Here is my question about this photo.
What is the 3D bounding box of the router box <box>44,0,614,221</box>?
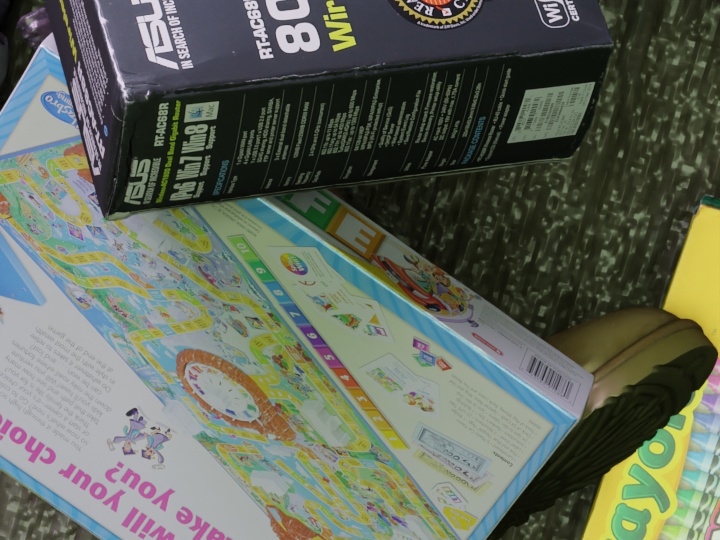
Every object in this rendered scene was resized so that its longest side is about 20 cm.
[{"bbox_3d":[-0.026,-0.119,0.915,0.149,0.062,0.200,-8,58,-17],"label":"router box"}]

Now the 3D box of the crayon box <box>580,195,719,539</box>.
[{"bbox_3d":[0.140,0.087,1.043,0.118,0.058,0.201,19,93,6],"label":"crayon box"}]

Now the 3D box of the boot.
[{"bbox_3d":[0.000,0.000,1.025,0.175,0.066,0.200,-34,70,9],"label":"boot"}]

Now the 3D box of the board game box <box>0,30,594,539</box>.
[{"bbox_3d":[-0.046,0.031,0.948,0.200,0.034,0.135,35,115,-2],"label":"board game box"}]

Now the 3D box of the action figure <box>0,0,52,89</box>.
[{"bbox_3d":[-0.145,-0.081,1.061,0.130,0.069,0.201,19,89,28],"label":"action figure"}]
